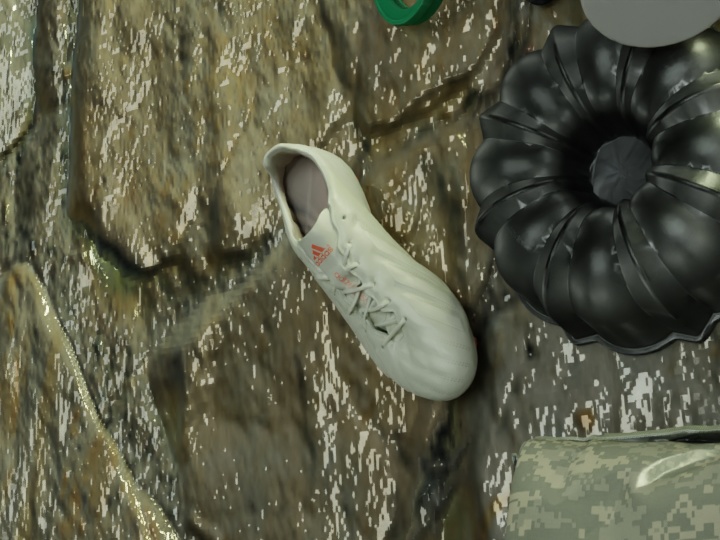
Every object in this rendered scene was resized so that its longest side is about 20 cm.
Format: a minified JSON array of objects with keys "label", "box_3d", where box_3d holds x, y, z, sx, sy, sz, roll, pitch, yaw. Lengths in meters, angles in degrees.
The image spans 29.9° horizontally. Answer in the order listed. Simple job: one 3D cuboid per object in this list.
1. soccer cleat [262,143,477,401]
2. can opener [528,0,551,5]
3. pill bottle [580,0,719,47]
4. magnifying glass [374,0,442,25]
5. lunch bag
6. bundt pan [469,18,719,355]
[{"label":"soccer cleat","box_3d":[0.000,0.000,0.839,0.069,0.077,0.201,-45,59,17]},{"label":"can opener","box_3d":[0.094,-0.265,0.843,0.078,0.063,0.203,-14,72,30]},{"label":"pill bottle","box_3d":[0.149,-0.220,0.730,0.111,0.112,0.202,-26,44,27]},{"label":"magnifying glass","box_3d":[0.053,-0.239,0.836,0.080,0.022,0.201,66,146,33]},{"label":"lunch bag","box_3d":[0.167,0.158,0.654,0.198,0.139,0.171,-8,76,31]},{"label":"bundt pan","box_3d":[0.144,-0.058,0.757,0.199,0.075,0.205,-8,76,33]}]
